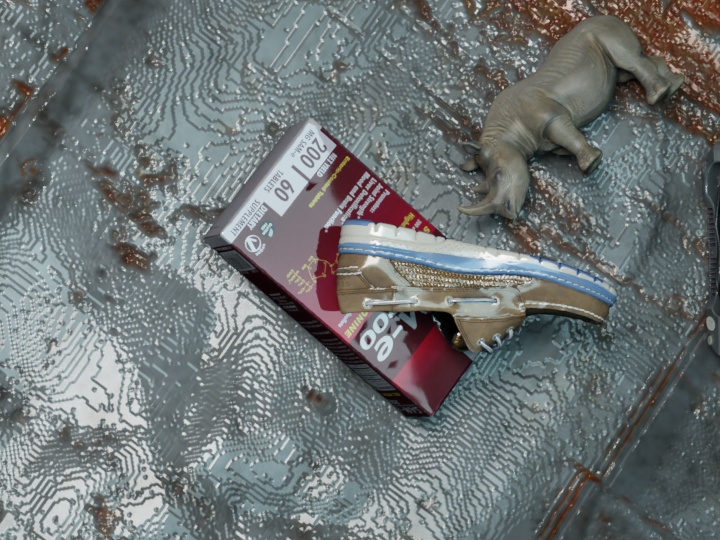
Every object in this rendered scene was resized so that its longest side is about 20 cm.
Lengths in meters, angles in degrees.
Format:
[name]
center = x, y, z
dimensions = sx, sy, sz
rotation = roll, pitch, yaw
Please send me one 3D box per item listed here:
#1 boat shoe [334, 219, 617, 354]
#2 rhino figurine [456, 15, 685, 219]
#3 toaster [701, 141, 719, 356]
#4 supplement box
[boat shoe]
center = 0.077, 0.020, 1.478
dimensions = 0.198, 0.072, 0.073
rotation = 12, 86, -8
[rhino figurine]
center = 0.141, -0.107, 1.564
dimensions = 0.200, 0.060, 0.087
rotation = -43, 79, -13
[toaster]
center = 0.330, -0.026, 1.592
dimensions = 0.128, 0.114, 0.202
rotation = 0, 85, -20
[supplement box]
center = 0.000, 0.000, 1.518
dimensions = 0.200, 0.061, 0.109
rotation = 40, 77, -12
